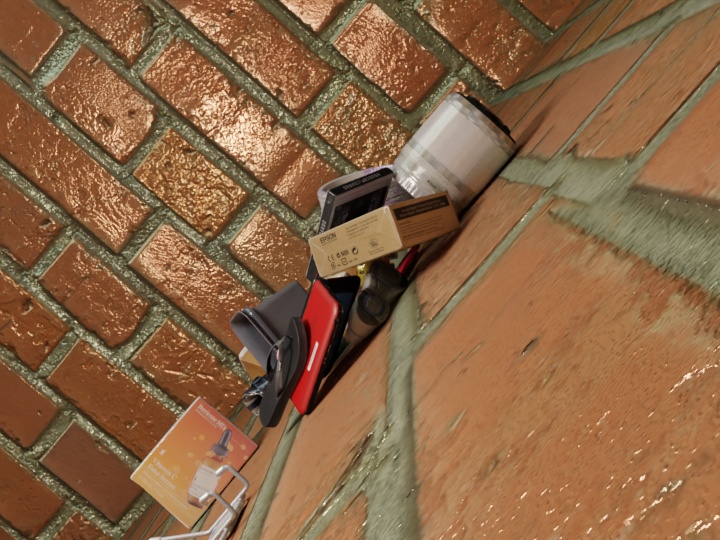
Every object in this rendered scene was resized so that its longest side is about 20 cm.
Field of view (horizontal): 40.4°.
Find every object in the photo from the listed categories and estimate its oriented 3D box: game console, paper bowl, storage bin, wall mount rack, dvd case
[{"bbox_3d":[-0.047,0.121,1.623,0.172,0.118,0.201,46,122,58],"label":"game console"},{"bbox_3d":[0.022,-0.134,1.918,0.200,0.105,0.201,-13,15,4],"label":"paper bowl"},{"bbox_3d":[-0.130,0.128,1.853,0.134,0.200,0.146,-38,-2,-25],"label":"storage bin"},{"bbox_3d":[-0.235,0.367,1.382,0.174,0.074,0.200,-49,2,7],"label":"wall mount rack"},{"bbox_3d":[-0.020,-0.081,1.746,0.150,0.025,0.201,-26,-35,-40],"label":"dvd case"}]

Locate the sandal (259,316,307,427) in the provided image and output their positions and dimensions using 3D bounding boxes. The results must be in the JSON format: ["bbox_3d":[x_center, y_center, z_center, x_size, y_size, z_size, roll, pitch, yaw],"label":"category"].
[{"bbox_3d":[-0.133,0.170,1.595,0.076,0.043,0.201,50,125,57],"label":"sandal"}]

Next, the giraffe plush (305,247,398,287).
[{"bbox_3d":[0.000,0.000,1.929,0.199,0.173,0.162,-25,9,-8],"label":"giraffe plush"}]

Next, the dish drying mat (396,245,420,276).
[{"bbox_3d":[0.069,0.016,1.838,0.077,0.018,0.200,-51,3,31],"label":"dish drying mat"}]

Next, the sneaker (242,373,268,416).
[{"bbox_3d":[-0.216,0.269,2.282,0.146,0.077,0.202,-48,4,-14],"label":"sneaker"}]

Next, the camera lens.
[{"bbox_3d":[0.168,-0.206,1.761,0.200,0.160,0.160,-49,3,8],"label":"camera lens"}]

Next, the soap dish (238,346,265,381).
[{"bbox_3d":[-0.204,0.196,2.452,0.200,0.081,0.158,-50,-32,-22],"label":"soap dish"}]

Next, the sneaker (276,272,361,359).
[{"bbox_3d":[-0.082,0.077,1.741,0.200,0.105,0.075,-34,17,-9],"label":"sneaker"}]

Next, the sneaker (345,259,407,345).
[{"bbox_3d":[0.018,0.051,1.668,0.087,0.074,0.200,-54,-1,35],"label":"sneaker"}]

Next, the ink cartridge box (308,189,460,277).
[{"bbox_3d":[0.039,-0.062,1.637,0.199,0.075,0.164,-20,0,43],"label":"ink cartridge box"}]

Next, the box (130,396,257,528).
[{"bbox_3d":[-0.320,0.366,1.888,0.200,0.152,0.106,-51,2,-10],"label":"box"}]
